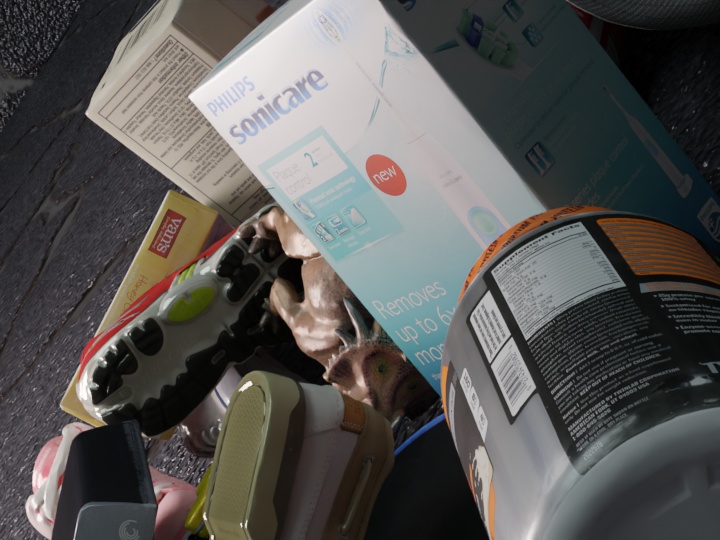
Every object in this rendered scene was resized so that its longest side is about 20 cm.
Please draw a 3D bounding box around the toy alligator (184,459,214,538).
[{"bbox_3d":[-0.042,0.102,0.872,0.054,0.059,0.200,-56,5,13],"label":"toy alligator"}]

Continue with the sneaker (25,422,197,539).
[{"bbox_3d":[-0.142,0.140,1.013,0.076,0.104,0.200,-59,9,-10],"label":"sneaker"}]

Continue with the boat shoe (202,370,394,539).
[{"bbox_3d":[-0.035,0.146,0.722,0.075,0.068,0.202,17,92,65],"label":"boat shoe"}]

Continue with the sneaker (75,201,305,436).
[{"bbox_3d":[-0.076,0.010,0.981,0.199,0.077,0.085,-33,21,-11],"label":"sneaker"}]

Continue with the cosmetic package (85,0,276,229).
[{"bbox_3d":[-0.058,-0.089,1.111,0.103,0.200,0.088,-38,22,34],"label":"cosmetic package"}]

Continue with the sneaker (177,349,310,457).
[{"bbox_3d":[-0.072,0.085,1.059,0.071,0.073,0.200,-63,10,0],"label":"sneaker"}]

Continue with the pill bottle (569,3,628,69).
[{"bbox_3d":[0.082,-0.108,0.937,0.112,0.112,0.201,-37,24,40],"label":"pill bottle"}]

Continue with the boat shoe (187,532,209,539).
[{"bbox_3d":[-0.074,0.189,0.829,0.075,0.062,0.201,-55,25,32],"label":"boat shoe"}]

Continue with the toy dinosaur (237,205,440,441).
[{"bbox_3d":[0.000,0.000,0.883,0.085,0.202,0.135,-12,3,-17],"label":"toy dinosaur"}]

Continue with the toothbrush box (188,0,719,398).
[{"bbox_3d":[0.044,-0.048,0.770,0.085,0.200,0.146,-46,13,-34],"label":"toothbrush box"}]

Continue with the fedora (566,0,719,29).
[{"bbox_3d":[0.153,-0.195,0.877,0.199,0.178,0.090,-35,-12,-7],"label":"fedora"}]

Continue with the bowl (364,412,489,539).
[{"bbox_3d":[0.028,0.140,0.748,0.201,0.039,0.201,-46,20,22],"label":"bowl"}]

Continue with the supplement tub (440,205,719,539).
[{"bbox_3d":[0.095,0.055,0.606,0.123,0.122,0.200,-49,18,12],"label":"supplement tub"}]

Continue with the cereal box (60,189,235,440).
[{"bbox_3d":[-0.121,0.034,1.114,0.145,0.039,0.200,-64,-7,-5],"label":"cereal box"}]

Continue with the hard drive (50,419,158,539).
[{"bbox_3d":[-0.139,0.188,0.894,0.135,0.042,0.202,-127,46,-71],"label":"hard drive"}]
